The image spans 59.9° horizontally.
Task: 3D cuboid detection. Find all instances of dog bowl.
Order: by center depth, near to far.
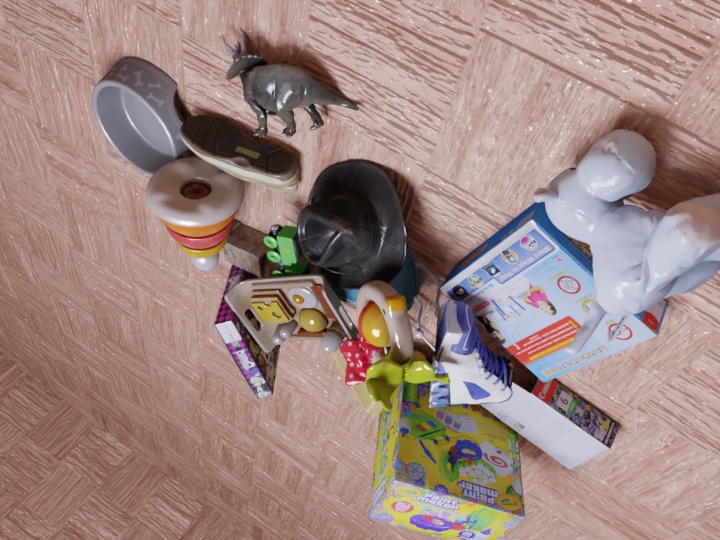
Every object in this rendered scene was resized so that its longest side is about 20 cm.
[{"bbox_3d":[-0.347,-0.236,1.009,0.200,0.059,0.200,23,140,20],"label":"dog bowl"}]

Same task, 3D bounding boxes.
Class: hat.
[{"bbox_3d":[-0.033,-0.057,0.852,0.200,0.081,0.201,11,106,43],"label":"hat"}]

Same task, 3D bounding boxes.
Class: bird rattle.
[{"bbox_3d":[0.036,0.092,0.843,0.200,0.112,0.163,-143,45,-70],"label":"bird rattle"}]

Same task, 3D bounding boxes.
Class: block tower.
[{"bbox_3d":[-0.148,-0.015,1.072,0.200,0.054,0.058,26,141,19],"label":"block tower"}]

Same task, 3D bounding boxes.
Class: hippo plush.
[{"bbox_3d":[0.272,-0.048,0.631,0.161,0.159,0.200,59,135,26],"label":"hippo plush"}]

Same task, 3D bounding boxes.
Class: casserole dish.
[{"bbox_3d":[0.000,0.000,0.922,0.200,0.039,0.121,15,114,42],"label":"casserole dish"}]

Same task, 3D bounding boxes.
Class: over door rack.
[{"bbox_3d":[0.123,0.093,0.939,0.200,0.067,0.148,37,145,3],"label":"over door rack"}]

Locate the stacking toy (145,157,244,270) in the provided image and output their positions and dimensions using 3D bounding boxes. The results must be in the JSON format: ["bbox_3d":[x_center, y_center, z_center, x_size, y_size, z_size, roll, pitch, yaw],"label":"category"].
[{"bbox_3d":[-0.259,-0.067,1.008,0.146,0.146,0.200,28,141,15],"label":"stacking toy"}]

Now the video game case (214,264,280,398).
[{"bbox_3d":[-0.192,0.093,1.117,0.036,0.200,0.182,-14,124,11],"label":"video game case"}]

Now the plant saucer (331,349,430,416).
[{"bbox_3d":[0.064,0.197,1.111,0.200,0.048,0.200,7,137,37],"label":"plant saucer"}]

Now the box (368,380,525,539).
[{"bbox_3d":[0.133,0.296,0.974,0.200,0.193,0.122,19,131,-7],"label":"box"}]

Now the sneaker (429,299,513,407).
[{"bbox_3d":[0.158,0.122,0.858,0.115,0.081,0.200,4,137,5],"label":"sneaker"}]

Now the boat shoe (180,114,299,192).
[{"bbox_3d":[-0.181,-0.165,0.937,0.200,0.072,0.076,29,159,17],"label":"boat shoe"}]

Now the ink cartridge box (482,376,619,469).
[{"bbox_3d":[0.271,0.210,0.948,0.200,0.050,0.109,36,144,7],"label":"ink cartridge box"}]

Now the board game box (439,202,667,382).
[{"bbox_3d":[0.233,0.032,0.786,0.196,0.056,0.200,42,144,-3],"label":"board game box"}]

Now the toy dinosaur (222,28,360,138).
[{"bbox_3d":[-0.100,-0.224,0.790,0.200,0.077,0.102,23,148,26],"label":"toy dinosaur"}]

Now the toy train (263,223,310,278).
[{"bbox_3d":[-0.106,0.009,0.984,0.056,0.042,0.200,11,136,18],"label":"toy train"}]

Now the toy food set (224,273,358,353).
[{"bbox_3d":[-0.103,0.080,0.975,0.200,0.060,0.144,-4,132,32],"label":"toy food set"}]
